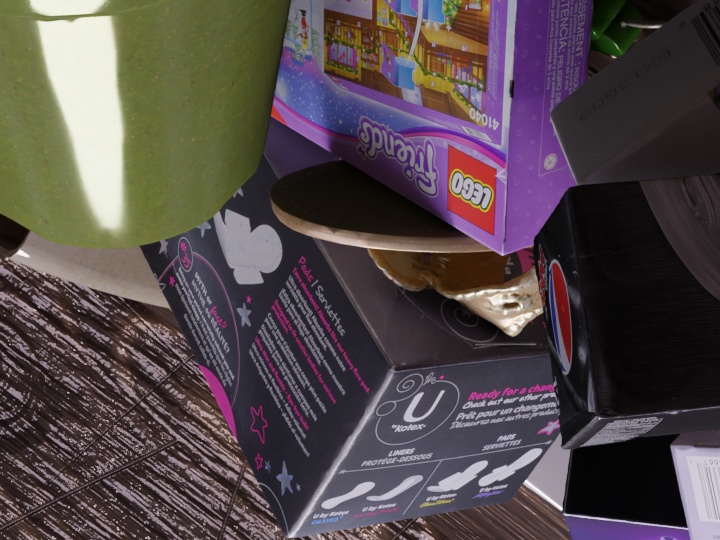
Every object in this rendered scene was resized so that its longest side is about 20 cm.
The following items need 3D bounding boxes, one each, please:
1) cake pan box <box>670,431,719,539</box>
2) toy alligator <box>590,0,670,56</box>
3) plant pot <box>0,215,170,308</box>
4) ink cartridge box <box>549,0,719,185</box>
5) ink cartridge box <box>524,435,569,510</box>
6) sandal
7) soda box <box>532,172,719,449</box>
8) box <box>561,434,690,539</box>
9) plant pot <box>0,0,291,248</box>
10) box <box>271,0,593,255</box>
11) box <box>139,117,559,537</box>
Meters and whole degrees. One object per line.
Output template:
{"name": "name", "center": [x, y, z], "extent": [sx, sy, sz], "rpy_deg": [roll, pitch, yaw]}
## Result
{"name": "cake pan box", "center": [0.236, 0.147, 0.739], "extent": [0.199, 0.052, 0.185], "rpy_deg": [-5, 106, 37]}
{"name": "toy alligator", "center": [0.064, -0.107, 0.664], "extent": [0.054, 0.059, 0.200], "rpy_deg": [44, 167, -31]}
{"name": "plant pot", "center": [-0.144, -0.076, 1.149], "extent": [0.177, 0.200, 0.200], "rpy_deg": [31, 174, -35]}
{"name": "ink cartridge box", "center": [0.165, -0.011, 0.595], "extent": [0.200, 0.109, 0.050], "rpy_deg": [44, -160, -31]}
{"name": "ink cartridge box", "center": [0.097, 0.083, 1.221], "extent": [0.145, 0.084, 0.200], "rpy_deg": [38, 177, -6]}
{"name": "sandal", "center": [0.071, -0.006, 0.697], "extent": [0.078, 0.211, 0.070], "rpy_deg": [-115, 21, -58]}
{"name": "soda box", "center": [0.155, 0.005, 0.518], "extent": [0.199, 0.071, 0.063], "rpy_deg": [-6, 169, -5]}
{"name": "box", "center": [0.210, 0.120, 0.874], "extent": [0.199, 0.079, 0.141], "rpy_deg": [4, 158, 17]}
{"name": "plant pot", "center": [-0.096, -0.114, 0.637], "extent": [0.200, 0.200, 0.190], "rpy_deg": [33, 148, 23]}
{"name": "box", "center": [0.007, -0.108, 0.667], "extent": [0.200, 0.039, 0.137], "rpy_deg": [34, 133, 45]}
{"name": "box", "center": [0.000, 0.000, 0.794], "extent": [0.132, 0.115, 0.200], "rpy_deg": [-4, -130, -36]}
